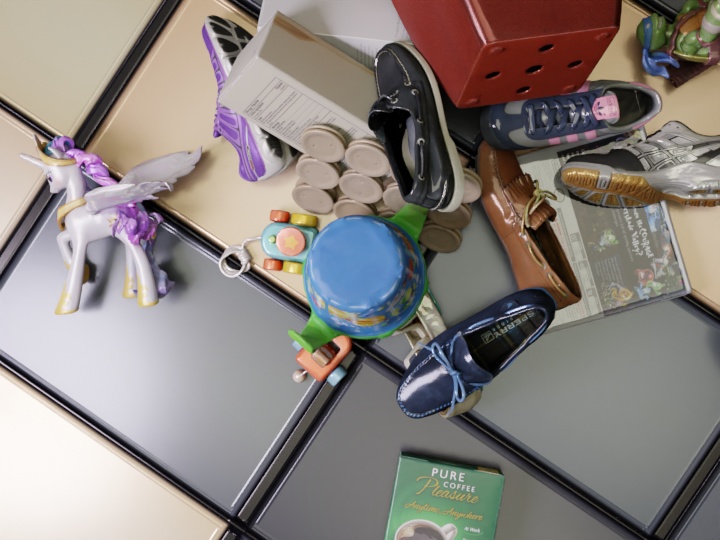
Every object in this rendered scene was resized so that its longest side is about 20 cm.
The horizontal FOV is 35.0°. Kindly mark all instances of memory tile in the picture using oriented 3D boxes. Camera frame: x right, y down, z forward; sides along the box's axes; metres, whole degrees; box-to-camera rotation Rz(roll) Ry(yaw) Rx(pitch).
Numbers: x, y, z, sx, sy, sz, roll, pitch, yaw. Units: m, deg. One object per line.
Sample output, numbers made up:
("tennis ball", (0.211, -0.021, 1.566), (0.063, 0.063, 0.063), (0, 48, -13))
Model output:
("memory tile", (0.026, -0.087, 1.234), (0.200, 0.153, 0.017), (17, 58, 3))

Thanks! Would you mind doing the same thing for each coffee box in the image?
("coffee box", (0.085, 0.310, 1.268), (0.123, 0.044, 0.200), (9, 90, 4))

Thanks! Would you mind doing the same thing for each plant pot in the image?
("plant pot", (0.148, -0.271, 1.110), (0.199, 0.200, 0.177), (-9, 74, -10))

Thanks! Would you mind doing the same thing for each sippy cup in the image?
("sippy cup", (0.000, 0.000, 1.178), (0.139, 0.130, 0.178), (4, 84, 6))

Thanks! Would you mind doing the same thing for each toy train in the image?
("toy train", (-0.064, 0.026, 1.278), (0.150, 0.056, 0.200), (-42, 87, 2))

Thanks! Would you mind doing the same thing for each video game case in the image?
("video game case", (0.254, -0.046, 1.273), (0.182, 0.023, 0.200), (-16, 87, 4))

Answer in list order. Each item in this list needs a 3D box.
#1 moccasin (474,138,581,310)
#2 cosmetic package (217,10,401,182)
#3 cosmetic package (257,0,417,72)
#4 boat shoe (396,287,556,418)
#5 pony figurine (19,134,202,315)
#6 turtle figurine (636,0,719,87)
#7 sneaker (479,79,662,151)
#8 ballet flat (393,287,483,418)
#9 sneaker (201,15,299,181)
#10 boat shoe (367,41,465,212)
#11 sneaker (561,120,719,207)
("moccasin", (0.181, -0.053, 1.220), (0.078, 0.074, 0.202), (-21, 86, 38))
("cosmetic package", (-0.038, -0.176, 1.214), (0.200, 0.105, 0.071), (31, 57, -20))
("cosmetic package", (-0.006, -0.272, 1.247), (0.200, 0.081, 0.113), (8, 62, 6))
("boat shoe", (0.114, 0.083, 1.194), (0.084, 0.069, 0.200), (45, 101, -2))
("pony figurine", (-0.271, -0.060, 1.260), (0.193, 0.167, 0.200), (-5, 104, 12))
("turtle figurine", (0.401, -0.291, 1.206), (0.194, 0.144, 0.200), (8, 93, 0))
("sneaker", (0.223, -0.169, 1.191), (0.200, 0.082, 0.070), (-14, 98, -23))
("ballet flat", (0.066, 0.071, 1.257), (0.062, 0.067, 0.200), (-30, 87, -26))
("sneaker", (-0.143, -0.192, 1.278), (0.083, 0.081, 0.200), (-27, 76, 32))
("boat shoe", (0.040, -0.146, 1.137), (0.066, 0.075, 0.200), (-5, 68, -29))
("sneaker", (0.316, -0.118, 1.232), (0.200, 0.076, 0.088), (2, 73, 1))
